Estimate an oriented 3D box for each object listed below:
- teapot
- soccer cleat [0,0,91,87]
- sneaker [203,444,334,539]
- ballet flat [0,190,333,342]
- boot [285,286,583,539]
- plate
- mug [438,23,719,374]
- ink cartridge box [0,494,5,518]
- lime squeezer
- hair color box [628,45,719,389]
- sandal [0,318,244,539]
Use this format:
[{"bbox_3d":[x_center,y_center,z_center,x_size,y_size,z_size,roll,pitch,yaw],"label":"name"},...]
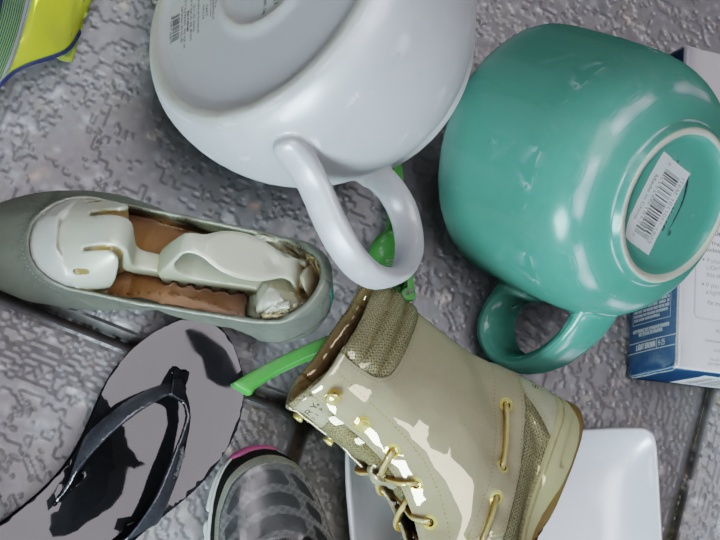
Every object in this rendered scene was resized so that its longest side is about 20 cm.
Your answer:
[{"bbox_3d":[-0.008,-0.120,0.790,0.146,0.197,0.201,33,91,-45],"label":"teapot"},{"bbox_3d":[-0.169,-0.163,0.797,0.200,0.064,0.084,-49,128,-25],"label":"soccer cleat"},{"bbox_3d":[-0.034,0.190,0.757,0.073,0.087,0.202,-4,81,-20],"label":"sneaker"},{"bbox_3d":[-0.109,-0.010,0.760,0.198,0.064,0.068,11,70,-6],"label":"ballet flat"},{"bbox_3d":[0.021,0.118,0.756,0.155,0.073,0.201,35,64,-16],"label":"boot"},{"bbox_3d":[0.083,0.192,0.829,0.198,0.032,0.202,1,79,-21],"label":"plate"},{"bbox_3d":[0.138,-0.038,0.821,0.151,0.114,0.186,-28,124,-28],"label":"mug"},{"bbox_3d":[-0.275,0.161,0.667,0.144,0.084,0.201,27,72,-4],"label":"ink cartridge box"},{"bbox_3d":[0.000,0.000,0.832,0.070,0.038,0.201,27,67,1],"label":"lime squeezer"},{"bbox_3d":[0.226,-0.029,0.905,0.099,0.060,0.202,9,78,-18],"label":"hair color box"},{"bbox_3d":[-0.127,0.110,0.762,0.076,0.043,0.201,40,70,-9],"label":"sandal"}]
